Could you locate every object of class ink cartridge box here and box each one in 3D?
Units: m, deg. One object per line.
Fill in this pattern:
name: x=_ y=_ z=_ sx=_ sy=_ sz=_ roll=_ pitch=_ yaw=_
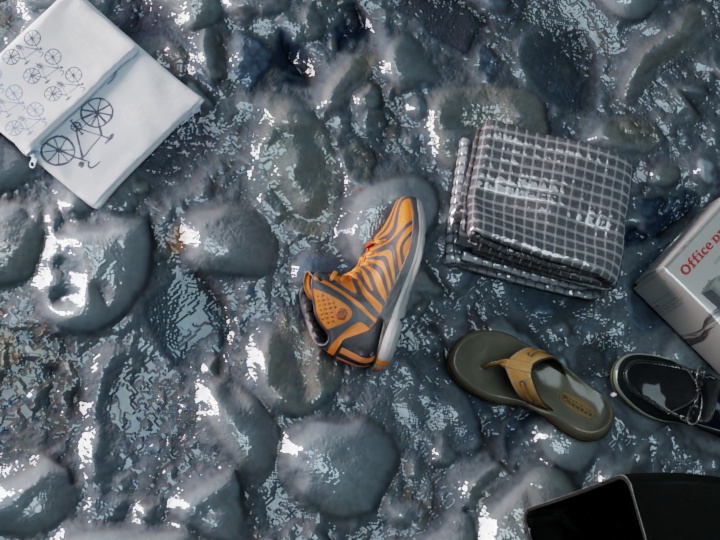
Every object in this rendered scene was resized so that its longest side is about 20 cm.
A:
ink cartridge box: x=0.437 y=0.031 z=1.646 sx=0.200 sy=0.085 sz=0.146 roll=44 pitch=67 yaw=4

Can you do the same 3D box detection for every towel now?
towel: x=0.203 y=-0.071 z=1.618 sx=0.200 sy=0.086 sz=0.166 roll=15 pitch=69 yaw=-9

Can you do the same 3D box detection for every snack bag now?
snack bag: x=-0.300 y=-0.185 z=1.559 sx=0.200 sy=0.021 sz=0.189 roll=41 pitch=67 yaw=1

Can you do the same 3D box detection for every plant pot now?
plant pot: x=0.314 y=0.310 z=1.474 sx=0.177 sy=0.200 sz=0.200 roll=-6 pitch=74 yaw=-27

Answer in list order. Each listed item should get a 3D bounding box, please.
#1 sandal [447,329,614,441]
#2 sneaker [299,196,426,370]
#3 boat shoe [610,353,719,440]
sandal: x=0.192 y=0.123 z=1.568 sx=0.200 sy=0.055 sz=0.082 roll=30 pitch=68 yaw=-3
sneaker: x=0.000 y=0.000 z=1.546 sx=0.112 sy=0.078 sz=0.200 roll=18 pitch=69 yaw=-9
boat shoe: x=0.375 y=0.143 z=1.606 sx=0.200 sy=0.062 sz=0.075 roll=25 pitch=70 yaw=-4
